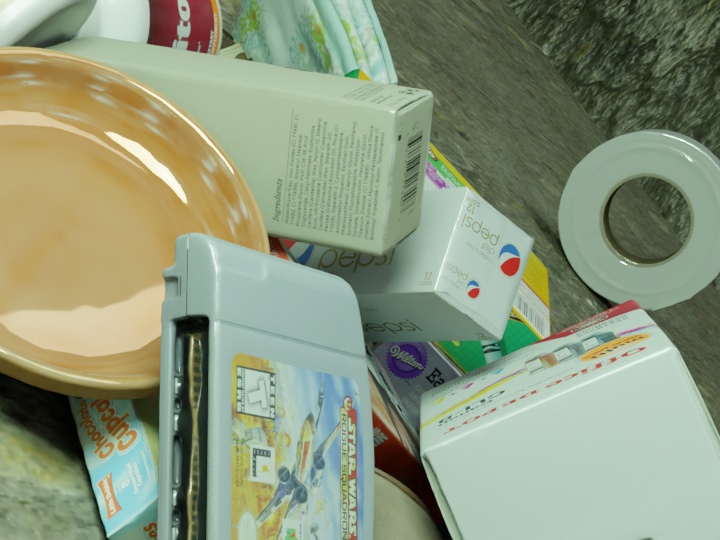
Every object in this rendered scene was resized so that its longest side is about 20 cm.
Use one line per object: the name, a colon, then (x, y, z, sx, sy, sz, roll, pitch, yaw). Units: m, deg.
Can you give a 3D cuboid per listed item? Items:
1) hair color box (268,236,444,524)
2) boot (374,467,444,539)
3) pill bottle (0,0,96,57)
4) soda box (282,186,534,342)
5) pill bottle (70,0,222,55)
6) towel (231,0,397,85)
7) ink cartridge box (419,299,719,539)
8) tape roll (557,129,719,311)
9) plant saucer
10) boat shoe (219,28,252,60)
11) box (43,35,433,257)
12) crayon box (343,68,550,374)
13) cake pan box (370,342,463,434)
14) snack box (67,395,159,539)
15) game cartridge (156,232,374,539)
hair color box: (-0.018, 0.073, 1.134, 0.111, 0.064, 0.200, 62, 5, 29)
boot: (0.032, 0.193, 1.040, 0.200, 0.070, 0.146, 49, 10, -36)
pill bottle: (-0.240, -0.182, 1.069, 0.200, 0.116, 0.116, 48, 14, 1)
soda box: (0.000, 0.000, 1.204, 0.064, 0.200, 0.068, 35, 65, -37)
pill bottle: (-0.164, -0.147, 1.224, 0.113, 0.113, 0.200, 52, 15, 6)
towel: (-0.042, -0.152, 1.494, 0.048, 0.171, 0.200, -2, 57, -25)
ink cartridge box: (0.123, 0.117, 1.120, 0.200, 0.145, 0.145, -79, 145, -84)
tape roll: (0.326, -0.058, 2.333, 0.203, 0.202, 0.071, 52, 14, 3)
plant saucer: (-0.140, -0.020, 0.982, 0.200, 0.037, 0.200, 18, 47, -20)
boat shoe: (-0.126, -0.152, 1.443, 0.075, 0.075, 0.202, 51, 2, -5)
box: (-0.068, -0.067, 1.081, 0.200, 0.082, 0.068, 12, 18, 17)
crayon box: (0.040, -0.027, 1.350, 0.200, 0.058, 0.119, 46, 20, -16)
cake pan box: (0.075, 0.111, 1.333, 0.200, 0.052, 0.184, 45, -2, 4)
snack box: (-0.097, 0.074, 1.027, 0.116, 0.037, 0.200, 40, 18, -41)
game cartridge: (-0.041, 0.092, 0.946, 0.133, 0.041, 0.200, 15, 71, -52)
